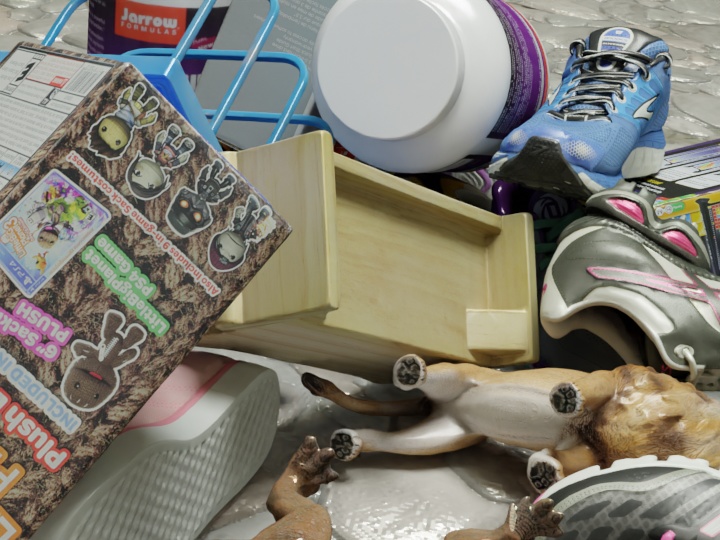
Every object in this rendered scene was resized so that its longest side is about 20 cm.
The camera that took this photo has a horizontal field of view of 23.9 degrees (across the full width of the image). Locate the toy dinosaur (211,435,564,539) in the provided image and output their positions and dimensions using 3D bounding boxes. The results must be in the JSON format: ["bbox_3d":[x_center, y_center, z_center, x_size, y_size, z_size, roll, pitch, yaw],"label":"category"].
[{"bbox_3d":[-0.009,0.136,0.643,0.199,0.086,0.135,16,27,23],"label":"toy dinosaur"}]

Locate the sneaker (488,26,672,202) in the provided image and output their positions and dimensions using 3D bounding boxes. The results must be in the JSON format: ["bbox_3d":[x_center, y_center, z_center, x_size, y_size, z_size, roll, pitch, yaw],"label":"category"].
[{"bbox_3d":[0.128,-0.092,0.954,0.078,0.090,0.200,15,20,18],"label":"sneaker"}]

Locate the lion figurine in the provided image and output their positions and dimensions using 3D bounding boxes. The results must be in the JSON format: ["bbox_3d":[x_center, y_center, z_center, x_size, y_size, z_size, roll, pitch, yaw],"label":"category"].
[{"bbox_3d":[0.081,0.071,0.831,0.199,0.073,0.122,15,9,31],"label":"lion figurine"}]

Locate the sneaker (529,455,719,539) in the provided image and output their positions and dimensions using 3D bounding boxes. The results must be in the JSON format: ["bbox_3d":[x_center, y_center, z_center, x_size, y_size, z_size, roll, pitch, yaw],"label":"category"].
[{"bbox_3d":[0.163,0.134,0.702,0.199,0.074,0.087,14,18,5],"label":"sneaker"}]

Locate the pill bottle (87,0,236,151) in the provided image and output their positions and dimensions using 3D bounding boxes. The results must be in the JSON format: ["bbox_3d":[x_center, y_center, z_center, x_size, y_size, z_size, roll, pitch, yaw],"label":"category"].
[{"bbox_3d":[-0.125,-0.156,1.123,0.111,0.201,0.112,5,24,-2],"label":"pill bottle"}]

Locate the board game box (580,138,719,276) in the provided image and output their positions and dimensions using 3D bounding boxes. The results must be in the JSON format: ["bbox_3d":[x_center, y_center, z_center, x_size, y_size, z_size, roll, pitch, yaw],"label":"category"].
[{"bbox_3d":[0.220,-0.039,1.017,0.164,0.057,0.200,-12,9,-5],"label":"board game box"}]

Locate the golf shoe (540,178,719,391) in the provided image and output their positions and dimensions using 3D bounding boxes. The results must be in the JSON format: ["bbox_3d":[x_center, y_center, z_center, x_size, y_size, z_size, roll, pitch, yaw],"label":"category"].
[{"bbox_3d":[0.185,0.037,0.859,0.199,0.077,0.088,26,57,12],"label":"golf shoe"}]

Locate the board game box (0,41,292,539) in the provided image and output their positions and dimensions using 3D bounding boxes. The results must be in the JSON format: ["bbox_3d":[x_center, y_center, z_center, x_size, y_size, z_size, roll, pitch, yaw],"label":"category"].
[{"bbox_3d":[-0.150,0.015,0.688,0.200,0.097,0.159,-49,26,-9],"label":"board game box"}]

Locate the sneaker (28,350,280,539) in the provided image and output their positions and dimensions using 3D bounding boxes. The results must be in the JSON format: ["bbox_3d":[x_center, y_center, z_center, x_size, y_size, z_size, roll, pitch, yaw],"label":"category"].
[{"bbox_3d":[-0.119,0.083,0.750,0.104,0.076,0.200,14,21,17],"label":"sneaker"}]

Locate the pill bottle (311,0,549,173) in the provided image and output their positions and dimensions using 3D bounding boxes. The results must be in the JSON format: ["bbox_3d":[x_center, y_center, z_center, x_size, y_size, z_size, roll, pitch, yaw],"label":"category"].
[{"bbox_3d":[0.040,-0.112,0.972,0.112,0.113,0.200,13,6,14],"label":"pill bottle"}]

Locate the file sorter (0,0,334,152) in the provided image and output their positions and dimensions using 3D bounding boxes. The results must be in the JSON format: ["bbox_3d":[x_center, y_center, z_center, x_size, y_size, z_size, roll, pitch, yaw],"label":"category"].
[{"bbox_3d":[-0.099,-0.070,0.872,0.138,0.200,0.123,5,52,25],"label":"file sorter"}]

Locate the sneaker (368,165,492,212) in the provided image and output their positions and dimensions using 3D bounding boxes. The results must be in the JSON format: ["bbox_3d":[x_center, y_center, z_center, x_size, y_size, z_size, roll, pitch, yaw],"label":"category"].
[{"bbox_3d":[0.014,-0.019,1.009,0.090,0.075,0.200,14,25,29],"label":"sneaker"}]

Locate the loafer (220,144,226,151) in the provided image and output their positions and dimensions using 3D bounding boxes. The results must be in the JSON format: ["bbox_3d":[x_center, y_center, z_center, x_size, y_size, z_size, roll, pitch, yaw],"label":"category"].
[{"bbox_3d":[-0.090,-0.046,1.045,0.199,0.073,0.073,-14,30,-40],"label":"loafer"}]

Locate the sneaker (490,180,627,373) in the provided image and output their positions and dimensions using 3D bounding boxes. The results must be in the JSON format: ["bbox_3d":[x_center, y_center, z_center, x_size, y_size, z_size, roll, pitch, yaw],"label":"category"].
[{"bbox_3d":[0.113,0.005,0.949,0.074,0.088,0.200,-18,27,-11],"label":"sneaker"}]

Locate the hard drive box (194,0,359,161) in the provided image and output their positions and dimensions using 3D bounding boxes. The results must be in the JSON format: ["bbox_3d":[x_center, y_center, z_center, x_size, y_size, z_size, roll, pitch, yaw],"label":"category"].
[{"bbox_3d":[-0.017,-0.168,1.067,0.076,0.201,0.156,27,12,13],"label":"hard drive box"}]

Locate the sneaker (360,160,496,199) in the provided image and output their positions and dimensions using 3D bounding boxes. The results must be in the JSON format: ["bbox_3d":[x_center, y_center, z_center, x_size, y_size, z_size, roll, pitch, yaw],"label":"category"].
[{"bbox_3d":[0.033,-0.101,1.194,0.099,0.075,0.199,-19,34,-42],"label":"sneaker"}]

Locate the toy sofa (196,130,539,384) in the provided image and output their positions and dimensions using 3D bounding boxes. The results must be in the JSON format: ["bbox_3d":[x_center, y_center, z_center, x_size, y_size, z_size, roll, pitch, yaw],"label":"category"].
[{"bbox_3d":[0.000,0.000,0.833,0.097,0.083,0.200,-11,-16,34],"label":"toy sofa"}]
